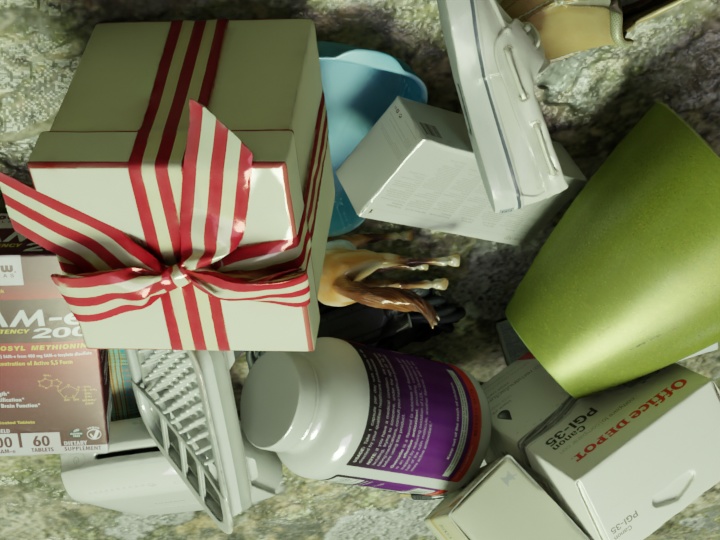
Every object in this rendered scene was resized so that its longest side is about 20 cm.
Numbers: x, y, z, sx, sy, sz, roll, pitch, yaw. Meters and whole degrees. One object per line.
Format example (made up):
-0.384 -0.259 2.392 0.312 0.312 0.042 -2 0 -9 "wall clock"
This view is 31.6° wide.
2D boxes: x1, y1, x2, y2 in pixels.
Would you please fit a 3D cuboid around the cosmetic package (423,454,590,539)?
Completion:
0.119 0.222 1.073 0.071 0.105 0.200 -42 171 -10 "cosmetic package"

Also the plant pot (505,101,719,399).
0.218 0.003 1.005 0.200 0.188 0.187 -41 135 9 "plant pot"

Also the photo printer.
-0.173 0.180 1.173 0.165 0.070 0.200 -8 163 8 "photo printer"

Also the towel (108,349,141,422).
-0.233 0.093 1.097 0.198 0.022 0.147 -5 142 -7 "towel"

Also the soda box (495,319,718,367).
0.235 0.062 1.212 0.199 0.064 0.068 -17 141 6 "soda box"

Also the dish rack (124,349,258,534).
-0.134 0.086 0.981 0.043 0.172 0.201 -24 130 -22 "dish rack"

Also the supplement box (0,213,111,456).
-0.254 0.053 0.994 0.108 0.061 0.201 -2 125 -6 "supplement box"

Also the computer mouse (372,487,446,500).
0.040 0.184 1.185 0.109 0.044 0.200 2 165 29 "computer mouse"

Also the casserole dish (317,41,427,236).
-0.029 -0.101 0.966 0.120 0.039 0.201 7 136 -23 "casserole dish"

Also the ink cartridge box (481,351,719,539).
0.197 0.131 1.064 0.146 0.200 0.083 -33 113 -13 "ink cartridge box"

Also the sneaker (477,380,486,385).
0.068 0.123 1.204 0.198 0.077 0.089 0 141 19 "sneaker"

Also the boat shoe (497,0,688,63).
0.167 -0.186 0.889 0.199 0.077 0.072 -30 140 21 "boat shoe"

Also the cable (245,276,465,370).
-0.009 0.056 1.124 0.199 0.051 0.163 -24 166 22 "cable"

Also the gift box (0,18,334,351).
-0.117 -0.060 0.840 0.183 0.188 0.201 -4 134 10 "gift box"

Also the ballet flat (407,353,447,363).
-0.003 0.131 1.173 0.200 0.073 0.072 -23 143 38 "ballet flat"

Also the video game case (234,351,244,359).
-0.194 0.043 1.092 0.199 0.036 0.181 24 129 -36 "video game case"

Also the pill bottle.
0.005 0.118 1.031 0.199 0.113 0.112 16 133 -39 "pill bottle"

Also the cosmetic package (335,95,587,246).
0.081 -0.073 0.983 0.199 0.051 0.083 9 131 -45 "cosmetic package"

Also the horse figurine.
0.000 0.000 1.012 0.131 0.200 0.050 -5 104 -13 "horse figurine"

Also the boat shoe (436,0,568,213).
0.098 -0.141 0.874 0.065 0.072 0.201 -15 100 2 "boat shoe"
